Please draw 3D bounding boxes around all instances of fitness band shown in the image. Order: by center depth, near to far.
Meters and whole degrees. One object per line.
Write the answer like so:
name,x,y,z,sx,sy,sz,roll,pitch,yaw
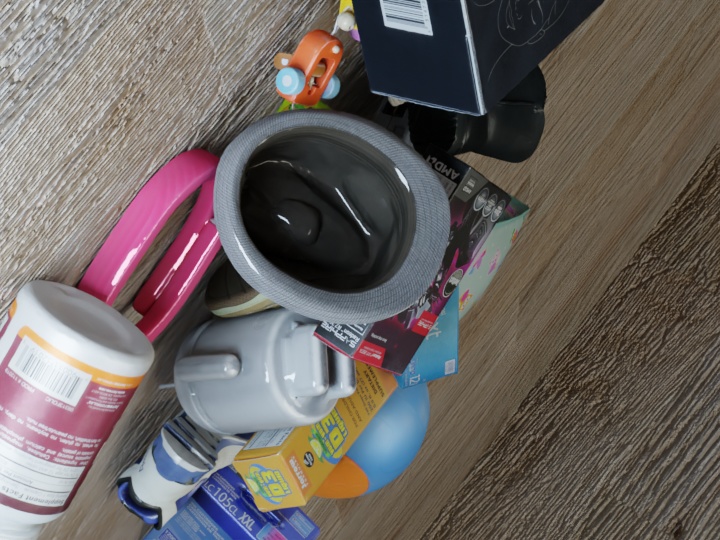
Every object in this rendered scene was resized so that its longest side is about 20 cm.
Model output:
fitness band,-0.171,-0.009,1.428,0.200,0.037,0.144,-57,165,3

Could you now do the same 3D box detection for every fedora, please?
fedora,-0.034,-0.041,1.439,0.090,0.199,0.177,150,-45,-69

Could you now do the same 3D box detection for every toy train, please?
toy train,-0.005,-0.201,1.484,0.200,0.056,0.151,-9,130,-58

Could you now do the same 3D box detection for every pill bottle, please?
pill bottle,-0.251,0.119,1.302,0.200,0.114,0.114,-58,164,12

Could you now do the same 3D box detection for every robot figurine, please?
robot figurine,-0.096,0.096,1.632,0.169,0.200,0.113,13,71,-50

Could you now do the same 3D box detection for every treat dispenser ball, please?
treat dispenser ball,-0.024,0.149,1.889,0.201,0.201,0.201,-50,164,-20

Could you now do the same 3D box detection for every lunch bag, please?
lunch bag,0.078,-0.012,1.841,0.171,0.122,0.200,-60,170,21

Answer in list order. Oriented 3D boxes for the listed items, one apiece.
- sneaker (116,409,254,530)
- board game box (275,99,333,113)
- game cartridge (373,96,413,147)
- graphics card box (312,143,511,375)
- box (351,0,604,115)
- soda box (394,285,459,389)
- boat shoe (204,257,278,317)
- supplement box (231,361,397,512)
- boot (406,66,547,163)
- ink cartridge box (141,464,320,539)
sneaker,-0.189,0.195,1.748,0.115,0.081,0.199,-45,175,16
board game box,-0.042,-0.101,1.603,0.102,0.048,0.200,-57,165,4
game cartridge,0.057,-0.155,1.692,0.134,0.040,0.200,77,32,-52
graphics card box,0.049,-0.006,1.540,0.200,0.051,0.125,-59,155,2
box,0.091,-0.266,1.393,0.197,0.124,0.200,-42,134,-35
soda box,0.056,0.021,1.692,0.064,0.068,0.200,-15,136,-14
boat shoe,-0.053,0.001,1.578,0.200,0.076,0.072,-26,-135,32
supplement box,-0.042,0.150,1.693,0.069,0.067,0.200,-10,-153,39
boot,0.109,-0.201,1.630,0.168,0.076,0.201,-7,95,-55
ink cartridge box,-0.137,0.283,1.865,0.076,0.136,0.200,-44,178,-45
